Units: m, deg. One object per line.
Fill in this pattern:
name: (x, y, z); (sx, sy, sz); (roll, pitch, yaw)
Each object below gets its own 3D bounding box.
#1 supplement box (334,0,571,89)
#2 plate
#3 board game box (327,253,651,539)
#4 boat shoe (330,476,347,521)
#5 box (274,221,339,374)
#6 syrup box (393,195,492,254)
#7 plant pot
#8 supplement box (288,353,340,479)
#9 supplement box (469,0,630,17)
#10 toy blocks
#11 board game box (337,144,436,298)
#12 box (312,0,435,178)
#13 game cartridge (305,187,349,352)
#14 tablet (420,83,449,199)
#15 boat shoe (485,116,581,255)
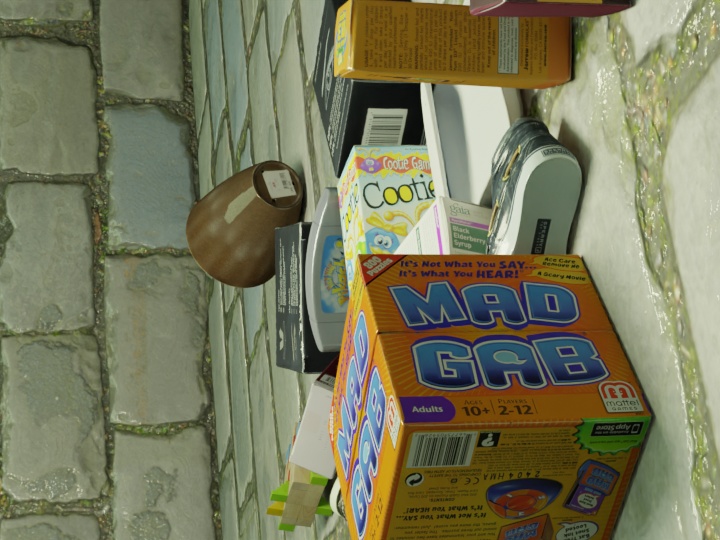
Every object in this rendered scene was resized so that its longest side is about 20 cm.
supplement box: (0.079, -0.195, 1.296); (0.066, 0.198, 0.070); (-175, 85, -77)
plate: (0.120, -0.158, 1.494); (0.201, 0.032, 0.201); (109, 157, -55)
board game box: (0.095, 0.126, 1.238); (0.201, 0.198, 0.201); (-106, 21, -49)
boat shoe: (0.032, 0.207, 1.770); (0.060, 0.071, 0.203); (24, 93, 50)
box: (-0.046, 0.036, 2.045); (0.200, 0.116, 0.199); (178, 91, -76)
syrup box: (0.073, 0.018, 1.496); (0.200, 0.078, 0.082); (129, 145, -49)
plant pot: (-0.178, -0.099, 2.554); (0.200, 0.185, 0.189); (-46, 44, 52)
supplement box: (-0.019, 0.162, 1.830); (0.200, 0.060, 0.110); (-42, -28, -69)
supplement box: (0.150, -0.305, 1.181); (0.086, 0.109, 0.202); (-167, 76, -76)
toy blocks: (-0.085, 0.301, 2.322); (0.201, 0.099, 0.138); (108, 169, -55)
board game box: (0.040, -0.029, 1.692); (0.105, 0.102, 0.202); (116, 151, -63)
box: (0.013, -0.228, 1.807); (0.201, 0.103, 0.149); (-103, 17, -45)
game cartridge: (0.000, 0.000, 1.806); (0.040, 0.132, 0.202); (-132, 43, -71)
tablet: (0.085, -0.092, 1.603); (0.130, 0.013, 0.202); (76, -174, -67)
boat shoe: (0.144, -0.032, 1.329); (0.091, 0.070, 0.202); (-109, 29, -58)
